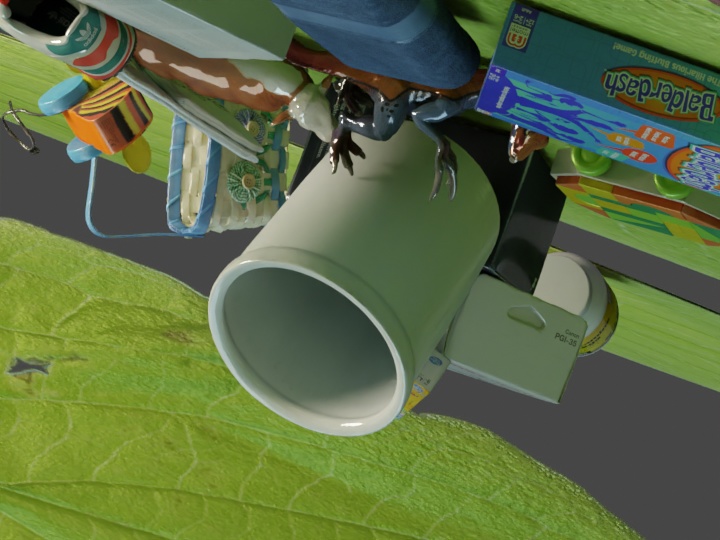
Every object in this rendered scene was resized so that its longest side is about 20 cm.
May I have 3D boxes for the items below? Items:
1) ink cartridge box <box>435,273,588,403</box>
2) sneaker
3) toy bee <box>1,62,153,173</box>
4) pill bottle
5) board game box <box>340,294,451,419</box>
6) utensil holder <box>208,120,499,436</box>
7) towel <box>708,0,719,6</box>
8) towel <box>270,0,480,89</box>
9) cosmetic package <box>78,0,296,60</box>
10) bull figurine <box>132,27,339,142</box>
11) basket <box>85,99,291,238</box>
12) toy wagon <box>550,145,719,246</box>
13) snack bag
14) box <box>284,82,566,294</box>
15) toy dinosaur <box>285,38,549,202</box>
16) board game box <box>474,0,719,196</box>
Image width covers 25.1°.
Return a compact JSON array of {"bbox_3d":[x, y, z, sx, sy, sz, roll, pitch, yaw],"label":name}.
[{"bbox_3d":[0.087,0.048,1.487,0.146,0.083,0.200,23,175,-31],"label":"ink cartridge box"},{"bbox_3d":[-0.268,-0.222,1.260,0.199,0.071,0.093,33,180,18],"label":"sneaker"},{"bbox_3d":[-0.234,-0.157,1.428,0.200,0.109,0.131,29,150,37],"label":"toy bee"},{"bbox_3d":[0.252,0.040,1.985,0.112,0.113,0.200,18,176,18],"label":"pill bottle"},{"bbox_3d":[0.003,0.071,1.448,0.134,0.034,0.200,36,167,2],"label":"board game box"},{"bbox_3d":[0.000,0.000,1.265,0.169,0.200,0.171,17,135,18],"label":"utensil holder"},{"bbox_3d":[0.166,-0.148,0.659,0.143,0.023,0.200,23,173,-15],"label":"towel"},{"bbox_3d":[-0.002,-0.169,0.984,0.111,0.049,0.200,18,175,26],"label":"towel"},{"bbox_3d":[-0.160,-0.211,1.156,0.199,0.052,0.151,23,174,-31],"label":"cosmetic package"},{"bbox_3d":[-0.101,-0.166,1.339,0.199,0.065,0.121,25,-178,1],"label":"bull figurine"},{"bbox_3d":[-0.170,-0.119,1.599,0.199,0.178,0.139,1,-179,-18],"label":"basket"},{"bbox_3d":[0.252,-0.055,1.286,0.199,0.040,0.155,18,176,25],"label":"toy wagon"},{"bbox_3d":[-0.190,-0.182,1.417,0.200,0.021,0.189,31,-168,-41],"label":"snack bag"},{"bbox_3d":[0.066,-0.067,1.467,0.199,0.118,0.197,19,177,18],"label":"box"},{"bbox_3d":[0.046,-0.120,1.160,0.200,0.105,0.181,36,148,-29],"label":"toy dinosaur"},{"bbox_3d":[0.176,-0.101,1.025,0.199,0.045,0.152,19,176,3],"label":"board game box"}]
